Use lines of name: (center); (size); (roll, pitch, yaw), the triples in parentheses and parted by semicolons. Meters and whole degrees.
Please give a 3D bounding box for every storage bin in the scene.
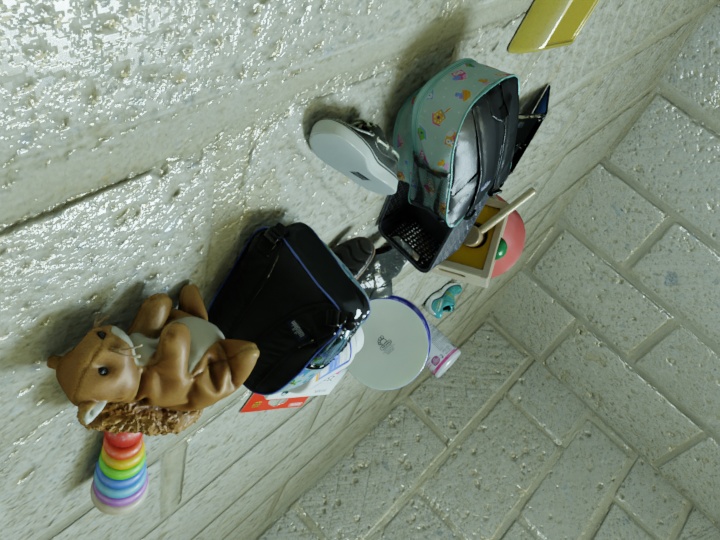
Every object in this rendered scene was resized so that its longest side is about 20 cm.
storage bin: (0.127, -0.113, 1.056); (0.093, 0.135, 0.201); (-33, 158, -37)

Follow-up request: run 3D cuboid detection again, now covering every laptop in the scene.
laptop: (0.325, -0.305, 1.333); (0.197, 0.104, 0.178); (-9, 146, -23)

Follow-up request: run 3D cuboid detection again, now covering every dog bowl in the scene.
dog bowl: (0.056, 0.156, 1.330); (0.201, 0.200, 0.079); (-49, 175, 8)

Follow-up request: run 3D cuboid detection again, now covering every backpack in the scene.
backpack: (0.138, -0.195, 0.862); (0.175, 0.153, 0.201); (-37, 152, -27)
backpack: (-0.096, 0.059, 0.819); (0.200, 0.183, 0.146); (-48, 163, 23)

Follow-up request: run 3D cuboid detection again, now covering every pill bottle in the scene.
pill bottle: (0.209, 0.229, 1.915); (0.113, 0.200, 0.114); (-41, 162, -16)
pill bottle: (-0.079, 0.157, 1.201); (0.199, 0.112, 0.113); (-22, 150, -56)

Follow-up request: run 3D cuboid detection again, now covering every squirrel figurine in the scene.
squirrel figurine: (-0.249, 0.126, 0.683); (0.186, 0.141, 0.201); (-11, 138, -53)

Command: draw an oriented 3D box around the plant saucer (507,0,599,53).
plant saucer: (0.352, -0.450, 1.011); (0.199, 0.048, 0.201); (-30, 155, -46)

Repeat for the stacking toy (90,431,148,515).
stacking toy: (-0.345, 0.266, 0.874); (0.085, 0.085, 0.202); (-29, 149, -45)

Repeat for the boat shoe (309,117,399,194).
boat shoe: (-0.003, -0.159, 0.778); (0.200, 0.070, 0.065); (27, 73, -64)

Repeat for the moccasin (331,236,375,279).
moccasin: (-0.051, 0.024, 1.041); (0.202, 0.073, 0.078); (-52, 172, 6)

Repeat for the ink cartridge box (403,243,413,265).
ink cartridge box: (0.015, 0.028, 1.292); (0.160, 0.050, 0.200); (-38, 179, -28)

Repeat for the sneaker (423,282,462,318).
sneaker: (0.286, 0.105, 2.036); (0.199, 0.080, 0.078); (-31, 157, -45)

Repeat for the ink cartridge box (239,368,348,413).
ink cartridge box: (-0.140, 0.256, 1.309); (0.199, 0.044, 0.174); (9, 123, -52)

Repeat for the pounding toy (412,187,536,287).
pounding toy: (0.224, -0.079, 1.206); (0.142, 0.197, 0.187); (44, 63, -73)

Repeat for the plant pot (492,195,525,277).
plant pot: (0.266, -0.098, 1.380); (0.201, 0.200, 0.177); (-48, 153, 4)

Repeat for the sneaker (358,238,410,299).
sneaker: (0.001, 0.001, 1.131); (0.197, 0.060, 0.106); (-6, 106, -26)
